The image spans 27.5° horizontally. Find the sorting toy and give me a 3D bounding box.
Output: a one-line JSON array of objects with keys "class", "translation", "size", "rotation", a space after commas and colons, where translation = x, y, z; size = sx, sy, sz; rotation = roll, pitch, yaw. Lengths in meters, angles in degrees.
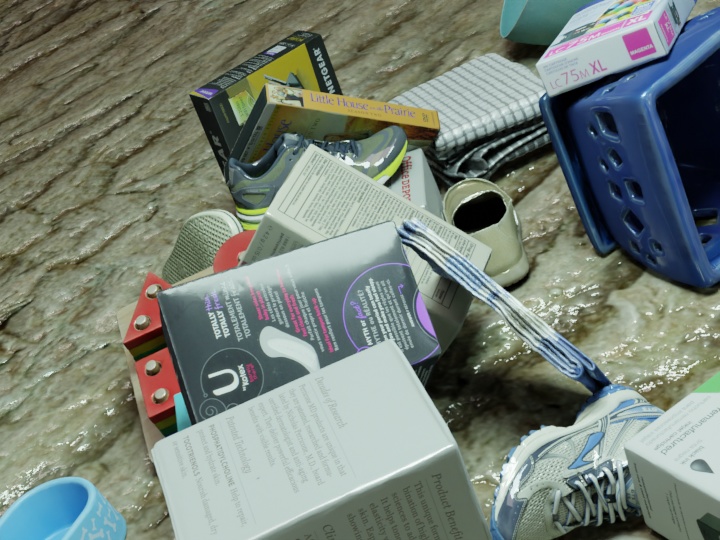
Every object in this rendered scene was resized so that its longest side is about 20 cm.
[{"class": "sorting toy", "translation": [-0.134, 0.058, 1.395], "size": [0.199, 0.070, 0.200], "rotation": [-25, 48, 3]}]

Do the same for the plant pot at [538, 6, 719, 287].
[{"class": "plant pot", "translation": [0.293, -0.124, 1.380], "size": [0.199, 0.201, 0.179], "rotation": [-36, 24, -26]}]

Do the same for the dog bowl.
[{"class": "dog bowl", "translation": [-0.283, 0.253, 1.256], "size": [0.111, 0.050, 0.200], "rotation": [-4, 32, 30]}]

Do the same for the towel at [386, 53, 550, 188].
[{"class": "towel", "translation": [0.134, -0.170, 1.688], "size": [0.165, 0.086, 0.200], "rotation": [-25, 26, -11]}]

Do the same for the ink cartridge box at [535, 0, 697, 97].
[{"class": "ink cartridge box", "translation": [0.246, -0.230, 1.377], "size": [0.119, 0.042, 0.200], "rotation": [-17, 17, 30]}]

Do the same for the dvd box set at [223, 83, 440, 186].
[{"class": "dvd box set", "translation": [-0.032, -0.131, 1.583], "size": [0.198, 0.147, 0.030], "rotation": [7, 53, -23]}]

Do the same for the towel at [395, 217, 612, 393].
[{"class": "towel", "translation": [0.121, 0.035, 1.195], "size": [0.200, 0.147, 0.024], "rotation": [40, 91, 22]}]

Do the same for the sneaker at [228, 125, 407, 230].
[{"class": "sneaker", "translation": [-0.046, -0.108, 1.518], "size": [0.199, 0.081, 0.074], "rotation": [-23, 28, -1]}]

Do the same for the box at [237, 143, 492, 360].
[{"class": "box", "translation": [0.000, 0.000, 1.335], "size": [0.199, 0.109, 0.128], "rotation": [30, 39, -1]}]

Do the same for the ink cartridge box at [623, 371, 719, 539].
[{"class": "ink cartridge box", "translation": [0.304, 0.146, 1.002], "size": [0.145, 0.085, 0.200], "rotation": [-33, 30, -20]}]

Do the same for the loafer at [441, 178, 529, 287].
[{"class": "loafer", "translation": [0.126, -0.053, 1.496], "size": [0.075, 0.069, 0.200], "rotation": [-20, 28, 1]}]

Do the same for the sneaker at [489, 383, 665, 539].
[{"class": "sneaker", "translation": [0.173, 0.151, 1.087], "size": [0.085, 0.078, 0.200], "rotation": [20, 40, 38]}]

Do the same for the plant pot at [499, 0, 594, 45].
[{"class": "plant pot", "translation": [0.274, -0.370, 1.865], "size": [0.134, 0.201, 0.201], "rotation": [18, 30, -7]}]

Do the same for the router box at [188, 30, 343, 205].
[{"class": "router box", "translation": [-0.085, -0.146, 1.666], "size": [0.157, 0.201, 0.052], "rotation": [-34, 29, -22]}]

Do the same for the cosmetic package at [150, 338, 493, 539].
[{"class": "cosmetic package", "translation": [-0.020, 0.189, 1.061], "size": [0.199, 0.168, 0.166], "rotation": [-23, 28, -6]}]

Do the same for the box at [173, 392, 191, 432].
[{"class": "box", "translation": [-0.115, 0.178, 1.240], "size": [0.049, 0.083, 0.200], "rotation": [-22, 27, 0]}]

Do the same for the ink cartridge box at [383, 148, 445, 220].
[{"class": "ink cartridge box", "translation": [-0.012, -0.039, 1.551], "size": [0.198, 0.084, 0.147], "rotation": [-17, 28, 9]}]

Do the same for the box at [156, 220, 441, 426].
[{"class": "box", "translation": [-0.050, 0.057, 1.175], "size": [0.198, 0.123, 0.106], "rotation": [-17, -18, -10]}]

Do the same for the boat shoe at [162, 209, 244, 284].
[{"class": "boat shoe", "translation": [-0.156, -0.016, 1.558], "size": [0.062, 0.075, 0.200], "rotation": [-17, -13, -27]}]
